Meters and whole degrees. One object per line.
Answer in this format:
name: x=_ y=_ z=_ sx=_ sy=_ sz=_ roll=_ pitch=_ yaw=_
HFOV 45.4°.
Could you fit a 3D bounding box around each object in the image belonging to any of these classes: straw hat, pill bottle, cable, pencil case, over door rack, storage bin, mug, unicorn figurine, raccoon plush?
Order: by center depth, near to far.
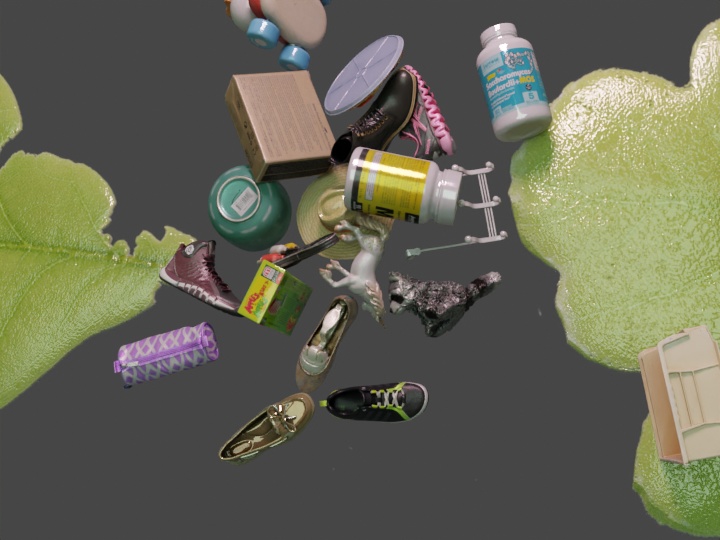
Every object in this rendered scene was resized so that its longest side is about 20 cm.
storage bin: x=0.528 y=0.205 z=1.401 sx=0.092 sy=0.200 sz=0.202 roll=-11 pitch=78 yaw=8
pill bottle: x=0.077 y=-0.146 z=1.531 sx=0.197 sy=0.114 sz=0.116 roll=12 pitch=82 yaw=8
unicorn figurine: x=0.000 y=0.000 z=1.571 sx=0.136 sy=0.074 sz=0.203 roll=22 pitch=109 yaw=18
cable: x=-0.124 y=-0.036 z=1.580 sx=0.097 sy=0.199 sz=0.051 roll=-30 pitch=94 yaw=-38
raccoon plush: x=0.144 y=0.033 z=1.589 sx=0.198 sy=0.097 sz=0.134 roll=-27 pitch=60 yaw=-24
pill bottle: x=0.279 y=-0.350 z=1.596 sx=0.109 sy=0.111 sz=0.203 roll=-15 pitch=77 yaw=8
over door rack: x=0.163 y=-0.112 z=1.600 sx=0.197 sy=0.067 sz=0.150 roll=-11 pitch=77 yaw=9
straw hat: x=-0.036 y=-0.119 z=1.630 sx=0.197 sy=0.085 sz=0.205 roll=-2 pitch=79 yaw=11
pencil case: x=-0.371 y=0.159 z=1.649 sx=0.197 sy=0.086 sz=0.085 roll=-18 pitch=76 yaw=7
mug: x=-0.217 y=-0.139 z=1.655 sx=0.149 sy=0.114 sz=0.189 roll=-5 pitch=79 yaw=10

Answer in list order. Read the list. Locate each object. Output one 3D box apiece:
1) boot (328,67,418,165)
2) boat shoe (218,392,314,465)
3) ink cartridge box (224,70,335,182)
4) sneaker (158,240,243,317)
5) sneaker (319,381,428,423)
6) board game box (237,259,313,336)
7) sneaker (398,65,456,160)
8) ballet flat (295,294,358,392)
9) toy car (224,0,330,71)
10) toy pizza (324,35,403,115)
boot: x=0.025 y=-0.276 z=1.583 sx=0.077 sy=0.138 sz=0.202 roll=34 pitch=113 yaw=20
boat shoe: x=-0.172 y=0.298 z=1.596 sx=0.199 sy=0.063 sz=0.074 roll=-37 pitch=75 yaw=3
ink cartridge box: x=-0.149 y=-0.276 z=1.637 sx=0.163 sy=0.075 sz=0.202 roll=-9 pitch=66 yaw=-30
sneaker: x=-0.288 y=0.004 z=1.667 sx=0.198 sy=0.076 sz=0.117 roll=25 pitch=83 yaw=15
sneaker: x=0.025 y=0.242 z=1.556 sx=0.196 sy=0.083 sz=0.073 roll=-8 pitch=79 yaw=10
board game box: x=-0.150 y=0.053 z=1.564 sx=0.047 sy=0.200 sz=0.103 roll=26 pitch=86 yaw=14
sneaker: x=0.106 y=-0.295 z=1.646 sx=0.094 sy=0.079 sz=0.203 roll=-27 pitch=75 yaw=17
ballet flat: x=-0.071 y=0.132 z=1.603 sx=0.067 sy=0.067 sz=0.202 roll=25 pitch=86 yaw=14
toy car: x=-0.184 y=-0.511 z=1.716 sx=0.198 sy=0.176 sz=0.187 roll=11 pitch=78 yaw=41
toy pizza: x=0.010 y=-0.366 z=1.637 sx=0.201 sy=0.200 sz=0.032 roll=-48 pitch=117 yaw=0
